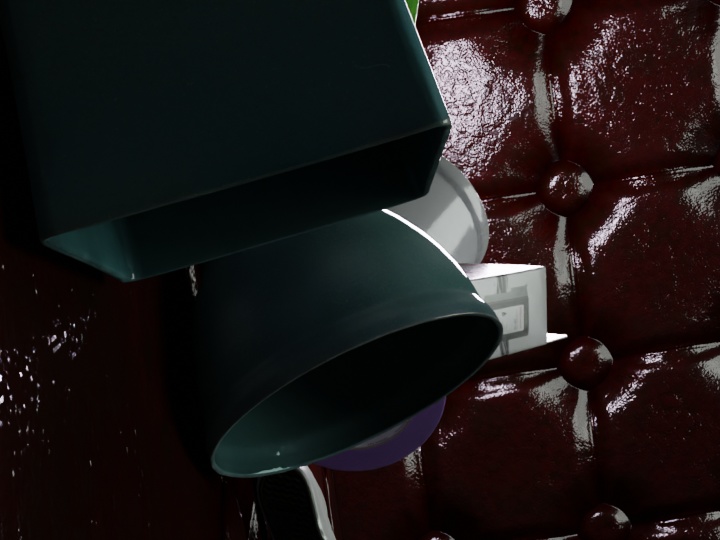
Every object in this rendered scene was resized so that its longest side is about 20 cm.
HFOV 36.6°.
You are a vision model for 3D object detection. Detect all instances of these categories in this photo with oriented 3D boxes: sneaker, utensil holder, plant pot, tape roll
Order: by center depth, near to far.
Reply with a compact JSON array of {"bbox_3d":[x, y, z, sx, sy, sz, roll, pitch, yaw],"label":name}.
[{"bbox_3d":[-0.063,-0.116,0.430,0.141,0.141,0.201,92,-18,-84],"label":"plant pot"},{"bbox_3d":[-0.027,0.026,0.703,0.200,0.200,0.134,84,-19,-67],"label":"plant pot"},{"bbox_3d":[-0.045,0.264,0.999,0.085,0.073,0.201,-70,150,-87],"label":"sneaker"},{"bbox_3d":[0.000,0.000,1.004,0.200,0.169,0.170,-50,145,-39],"label":"utensil holder"},{"bbox_3d":[-0.006,0.128,1.233,0.066,0.199,0.201,-102,-177,-64],"label":"tape roll"}]

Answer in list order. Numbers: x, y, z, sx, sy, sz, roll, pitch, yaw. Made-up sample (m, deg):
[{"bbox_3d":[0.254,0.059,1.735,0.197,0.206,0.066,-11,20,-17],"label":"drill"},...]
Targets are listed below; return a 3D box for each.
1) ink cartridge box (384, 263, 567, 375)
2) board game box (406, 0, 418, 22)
[{"bbox_3d":[0.071,0.032,0.874,0.200,0.116,0.068,-7,98,-50],"label":"ink cartridge box"},{"bbox_3d":[0.007,-0.228,0.999,0.101,0.047,0.201,-9,110,-59],"label":"board game box"}]
